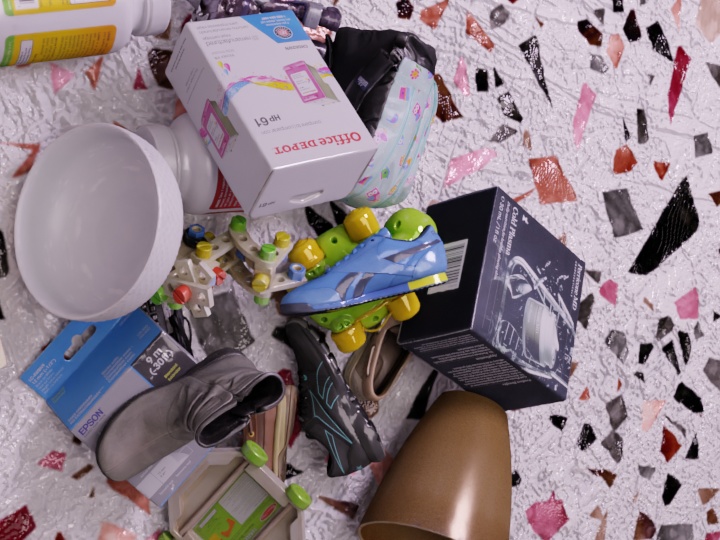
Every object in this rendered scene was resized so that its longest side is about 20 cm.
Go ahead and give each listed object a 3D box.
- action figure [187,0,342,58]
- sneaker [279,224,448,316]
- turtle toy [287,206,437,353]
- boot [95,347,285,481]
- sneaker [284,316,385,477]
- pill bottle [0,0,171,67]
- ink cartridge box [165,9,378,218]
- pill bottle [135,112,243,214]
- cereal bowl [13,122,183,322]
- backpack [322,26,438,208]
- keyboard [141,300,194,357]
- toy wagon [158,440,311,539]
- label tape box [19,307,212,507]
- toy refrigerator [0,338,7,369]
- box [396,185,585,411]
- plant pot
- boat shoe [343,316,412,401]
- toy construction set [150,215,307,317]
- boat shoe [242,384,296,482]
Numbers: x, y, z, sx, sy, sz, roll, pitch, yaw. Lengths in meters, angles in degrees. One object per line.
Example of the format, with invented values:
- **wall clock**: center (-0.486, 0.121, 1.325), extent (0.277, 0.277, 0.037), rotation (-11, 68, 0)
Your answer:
- **action figure**: center (-0.124, -0.291, 1.404), extent (0.198, 0.070, 0.131), rotation (12, 115, -32)
- **sneaker**: center (0.000, 0.000, 1.390), extent (0.197, 0.066, 0.080), rotation (-15, 89, -10)
- **turtle toy**: center (0.006, -0.005, 1.472), extent (0.198, 0.101, 0.147), rotation (-30, 103, -7)
- **boot**: center (-0.176, 0.152, 1.253), extent (0.199, 0.130, 0.068), rotation (-37, 109, -12)
- **sneaker**: center (-0.046, 0.152, 1.469), extent (0.079, 0.075, 0.202), rotation (-29, 92, 1)
- **pill bottle**: center (-0.302, -0.276, 1.280), extent (0.198, 0.111, 0.113), rotation (-13, 98, -31)
- **ink cartridge box**: center (-0.094, -0.168, 1.309), extent (0.143, 0.085, 0.201), rotation (-16, 67, -37)
- **pill bottle**: center (-0.148, -0.120, 1.378), extent (0.198, 0.112, 0.114), rotation (-5, 93, -32)
- **cereal bowl**: center (-0.258, -0.045, 1.278), extent (0.083, 0.198, 0.203), rotation (14, 82, -59)
- **backpack**: center (0.010, -0.175, 1.457), extent (0.126, 0.166, 0.203), rotation (17, 88, -36)
- **keyboard**: center (-0.229, 0.081, 1.373), extent (0.103, 0.039, 0.203), rotation (-17, 100, -30)
- **toy wagon**: center (-0.124, 0.294, 1.386), extent (0.200, 0.040, 0.155), rotation (43, 97, -1)
- **label tape box**: center (-0.242, 0.133, 1.330), extent (0.143, 0.066, 0.200), rotation (-47, 113, -7)
- **toy refrigerator**: center (-0.419, 0.007, 1.237), extent (0.075, 0.070, 0.203), rotation (-17, 99, -24)
- **box**: center (0.166, 0.039, 1.533), extent (0.196, 0.123, 0.202), rotation (36, 55, -37)
- **plant pot**: center (0.112, 0.259, 1.527), extent (0.186, 0.185, 0.202), rotation (36, 58, -27)
- **boat shoe**: center (0.051, 0.073, 1.534), extent (0.071, 0.064, 0.202), rotation (34, 73, -28)
- **toy construction set**: center (-0.157, 0.004, 1.343), extent (0.199, 0.130, 0.093), rotation (-23, 139, -59)
- **boat shoe**: center (-0.119, 0.228, 1.435), extent (0.067, 0.072, 0.203), rotation (9, 95, 1)
